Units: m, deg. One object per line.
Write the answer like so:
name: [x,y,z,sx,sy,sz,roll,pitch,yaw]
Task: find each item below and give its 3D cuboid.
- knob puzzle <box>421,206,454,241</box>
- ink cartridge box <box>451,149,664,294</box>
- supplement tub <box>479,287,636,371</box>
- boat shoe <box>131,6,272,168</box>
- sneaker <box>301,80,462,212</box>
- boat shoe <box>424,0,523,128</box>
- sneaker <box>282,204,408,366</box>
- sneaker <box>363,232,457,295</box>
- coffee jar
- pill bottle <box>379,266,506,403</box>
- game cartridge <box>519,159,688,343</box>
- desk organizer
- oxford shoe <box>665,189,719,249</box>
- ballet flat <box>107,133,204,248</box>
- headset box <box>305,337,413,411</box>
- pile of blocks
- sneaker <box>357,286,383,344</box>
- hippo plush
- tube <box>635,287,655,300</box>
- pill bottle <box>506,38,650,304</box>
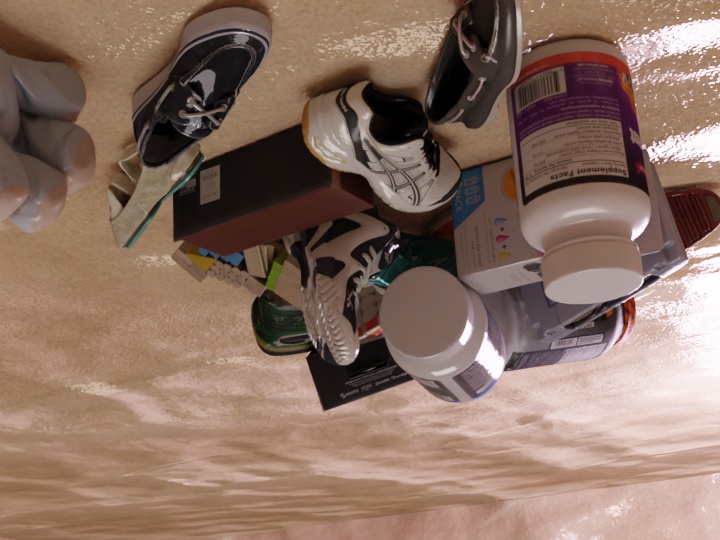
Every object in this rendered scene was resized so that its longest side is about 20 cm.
knob puzzle: [0.159,-0.035,1.277,0.215,0.031,0.220,-2,159,-1]
ink cartridge box: [0.194,-0.059,1.105,0.197,0.117,0.068,-14,157,25]
supplement tub: [0.238,0.055,1.364,0.197,0.125,0.122,-5,162,-29]
boat shoe: [-0.135,-0.144,0.908,0.071,0.069,0.199,13,153,-36]
sneaker: [0.040,-0.111,1.005,0.087,0.077,0.198,-21,153,39]
boat shoe: [0.088,-0.167,0.881,0.056,0.068,0.200,-11,162,-6]
sneaker: [0.000,0.000,1.134,0.127,0.201,0.080,-7,142,-20]
sneaker: [0.023,-0.019,1.233,0.196,0.079,0.080,5,147,-3]
coffee jar: [-0.083,0.040,1.356,0.102,0.087,0.201,-7,159,-11]
pill bottle: [0.089,0.070,1.184,0.112,0.116,0.200,-8,161,14]
game cartridge: [0.247,-0.025,1.165,0.040,0.136,0.199,5,150,-40]
desk organizer: [-0.088,-0.078,1.082,0.197,0.073,0.077,-16,158,30]
oxford shoe: [0.317,-0.046,1.251,0.197,0.072,0.075,-20,-175,23]
ballet flat: [-0.214,-0.087,1.078,0.062,0.068,0.200,35,142,-14]
headset box: [0.012,0.117,1.447,0.146,0.079,0.200,-20,-178,2]
pile of blocks: [-0.117,-0.020,1.223,0.197,0.062,0.083,14,134,22]
sneaker: [0.053,0.053,1.329,0.198,0.078,0.082,-27,134,31]
hippo plush: [-0.327,-0.099,0.871,0.159,0.162,0.199,-16,156,29]
tube: [0.297,0.049,1.494,0.198,0.053,0.058,-24,-170,33]
pill bottle: [0.185,-0.081,0.928,0.109,0.204,0.112,-2,160,-1]
